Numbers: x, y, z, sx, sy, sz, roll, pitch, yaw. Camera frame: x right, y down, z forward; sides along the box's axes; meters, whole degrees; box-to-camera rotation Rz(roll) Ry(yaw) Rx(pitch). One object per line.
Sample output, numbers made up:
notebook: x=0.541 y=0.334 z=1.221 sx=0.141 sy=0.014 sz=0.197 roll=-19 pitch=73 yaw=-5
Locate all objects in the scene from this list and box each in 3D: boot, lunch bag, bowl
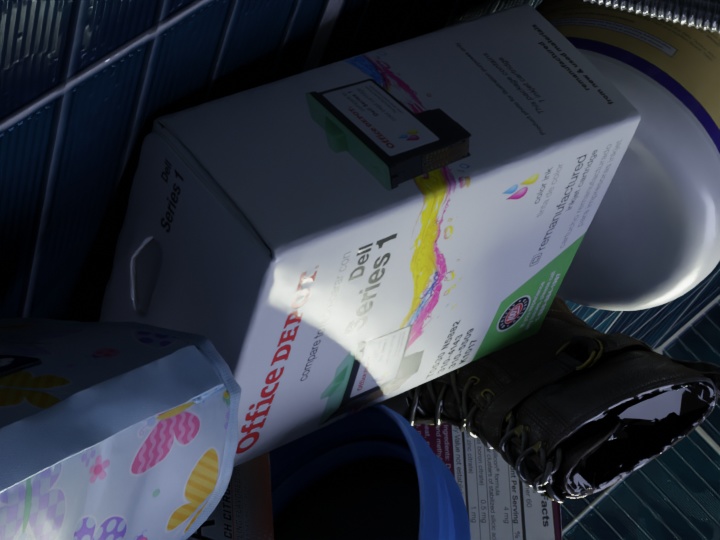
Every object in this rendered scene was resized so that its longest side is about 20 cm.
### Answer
boot: x=0.054 y=0.062 z=0.908 sx=0.200 sy=0.174 sz=0.069 roll=-26 pitch=120 yaw=-14
lunch bag: x=-0.155 y=0.093 z=0.692 sx=0.200 sy=0.127 sz=0.170 roll=-39 pitch=172 yaw=36
bowl: x=-0.029 y=0.152 z=0.834 sx=0.201 sy=0.039 sz=0.201 roll=-37 pitch=-145 yaw=31

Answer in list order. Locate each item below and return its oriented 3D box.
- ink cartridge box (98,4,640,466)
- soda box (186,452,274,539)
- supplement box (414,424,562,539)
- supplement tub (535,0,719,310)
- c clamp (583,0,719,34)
ink cartridge box: x=0.002 y=-0.014 z=0.800 sx=0.200 sy=0.084 sz=0.145 roll=-22 pitch=148 yaw=-34
soda box: x=-0.082 y=0.111 z=0.817 sx=0.068 sy=0.200 sz=0.064 roll=24 pitch=132 yaw=-30
supplement box: x=-0.006 y=0.126 z=1.051 sx=0.200 sy=0.103 sz=0.131 roll=5 pitch=164 yaw=-24
supplement tub: x=0.148 y=-0.091 z=0.944 sx=0.200 sy=0.145 sz=0.145 roll=-50 pitch=175 yaw=-39
c clamp: x=0.127 y=-0.116 z=0.799 sx=0.171 sy=0.200 sz=0.027 roll=-64 pitch=166 yaw=-70
